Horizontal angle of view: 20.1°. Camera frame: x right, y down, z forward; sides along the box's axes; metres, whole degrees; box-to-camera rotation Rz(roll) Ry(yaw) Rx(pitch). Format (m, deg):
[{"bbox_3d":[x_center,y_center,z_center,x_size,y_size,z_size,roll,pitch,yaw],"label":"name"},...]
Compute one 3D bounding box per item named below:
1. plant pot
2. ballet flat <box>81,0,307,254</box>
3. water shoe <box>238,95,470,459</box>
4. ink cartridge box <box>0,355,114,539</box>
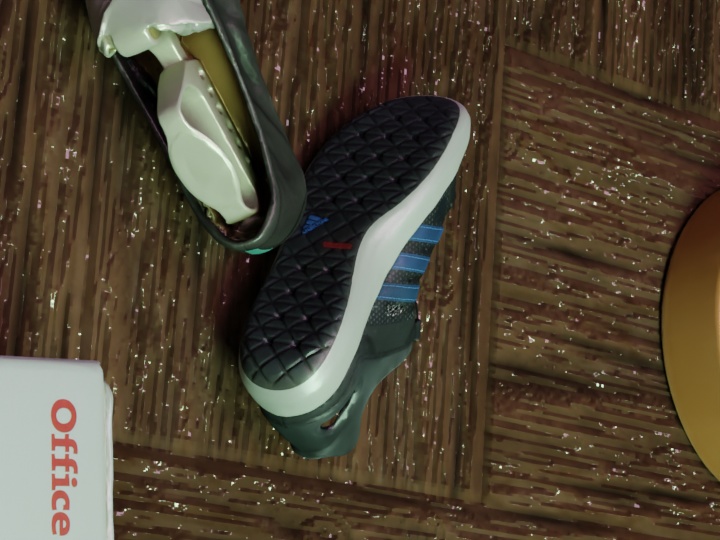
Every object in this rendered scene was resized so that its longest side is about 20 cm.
[{"bbox_3d":[0.290,0.036,1.172,0.199,0.140,0.202,7,79,-38],"label":"plant pot"},{"bbox_3d":[-0.081,-0.097,0.926,0.201,0.068,0.068,62,19,-13],"label":"ballet flat"},{"bbox_3d":[0.000,0.000,0.999,0.201,0.071,0.079,-59,146,-31],"label":"water shoe"},{"bbox_3d":[-0.200,0.106,0.789,0.199,0.083,0.148,7,78,-38],"label":"ink cartridge box"}]
